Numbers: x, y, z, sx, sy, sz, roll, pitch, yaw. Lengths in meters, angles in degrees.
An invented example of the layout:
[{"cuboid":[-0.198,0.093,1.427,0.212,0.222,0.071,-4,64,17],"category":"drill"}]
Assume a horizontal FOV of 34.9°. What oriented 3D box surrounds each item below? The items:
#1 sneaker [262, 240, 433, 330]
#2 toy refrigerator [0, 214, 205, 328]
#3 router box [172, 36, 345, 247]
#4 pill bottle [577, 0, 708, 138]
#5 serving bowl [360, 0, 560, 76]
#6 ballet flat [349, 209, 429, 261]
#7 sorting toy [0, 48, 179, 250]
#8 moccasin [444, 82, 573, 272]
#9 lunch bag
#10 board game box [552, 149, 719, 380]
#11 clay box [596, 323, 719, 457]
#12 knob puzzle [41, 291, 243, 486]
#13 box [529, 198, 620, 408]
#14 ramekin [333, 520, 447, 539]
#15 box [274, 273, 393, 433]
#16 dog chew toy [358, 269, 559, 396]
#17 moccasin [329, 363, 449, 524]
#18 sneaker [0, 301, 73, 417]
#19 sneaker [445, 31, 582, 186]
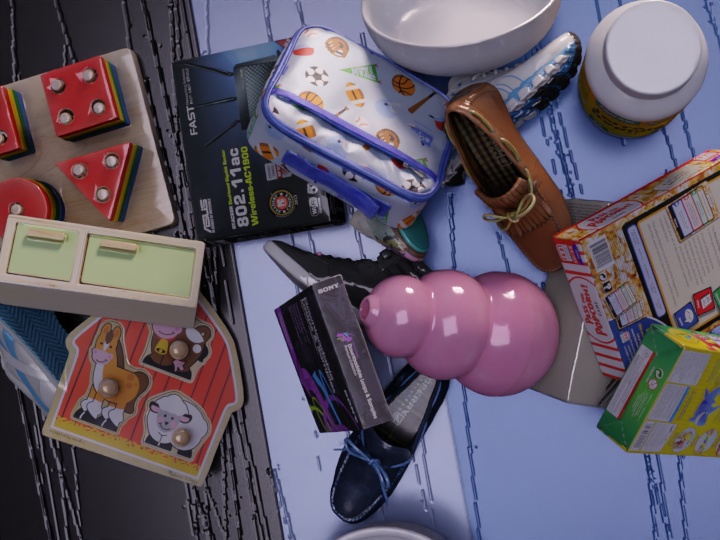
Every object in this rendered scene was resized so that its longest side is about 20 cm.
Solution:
[{"cuboid":[0.000,0.000,1.195,0.200,0.071,0.099,32,83,9],"category":"sneaker"},{"cuboid":[-0.264,0.001,1.173,0.199,0.070,0.076,8,66,-8],"category":"toy refrigerator"},{"cuboid":[-0.106,-0.134,1.200,0.149,0.062,0.201,-9,88,15],"category":"router box"},{"cuboid":[0.268,-0.192,1.090,0.112,0.200,0.113,0,89,7],"category":"pill bottle"},{"cuboid":[0.103,-0.253,1.144,0.199,0.200,0.066,-7,132,7],"category":"serving bowl"},{"cuboid":[0.015,-0.083,1.174,0.071,0.069,0.200,-31,59,27],"category":"ballet flat"},{"cuboid":[-0.321,-0.121,1.233,0.199,0.070,0.199,-15,88,7],"category":"sorting toy"},{"cuboid":[0.143,-0.081,1.098,0.074,0.078,0.202,-11,116,38],"category":"moccasin"},{"cuboid":[-0.001,-0.135,1.101,0.200,0.076,0.161,27,51,-8],"category":"lunch bag"},{"cuboid":[0.298,-0.007,1.101,0.200,0.046,0.152,-27,106,-19],"category":"board game box"},{"cuboid":[0.325,0.119,1.100,0.048,0.200,0.115,40,111,44],"category":"clay box"},{"cuboid":[-0.213,0.104,1.199,0.219,0.030,0.220,3,80,-17],"category":"knob puzzle"},{"cuboid":[0.231,0.032,1.144,0.068,0.082,0.201,11,93,-24],"category":"box"},{"cuboid":[0.032,0.353,1.167,0.200,0.098,0.201,0,89,8],"category":"ramekin"},{"cuboid":[-0.031,0.088,1.129,0.036,0.200,0.143,-19,86,-17],"category":"box"},{"cuboid":[0.092,0.054,1.110,0.199,0.124,0.125,11,91,-24],"category":"dog chew toy"},{"cuboid":[0.023,0.171,1.184,0.080,0.068,0.200,27,93,7],"category":"moccasin"},{"cuboid":[-0.361,0.072,1.223,0.081,0.076,0.200,-32,92,38],"category":"sneaker"},{"cuboid":[0.134,-0.179,1.154,0.200,0.075,0.087,-42,71,26],"category":"sneaker"}]
